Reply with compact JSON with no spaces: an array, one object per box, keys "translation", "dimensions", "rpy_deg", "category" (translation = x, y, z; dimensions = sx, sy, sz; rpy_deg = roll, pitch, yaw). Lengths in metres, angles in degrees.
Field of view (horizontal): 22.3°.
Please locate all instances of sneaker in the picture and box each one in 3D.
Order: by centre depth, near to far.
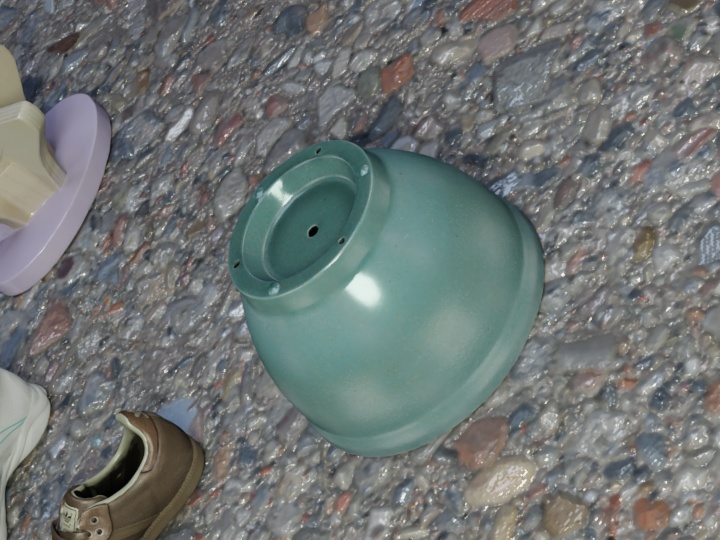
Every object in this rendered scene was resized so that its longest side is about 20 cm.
[{"translation":[-0.189,0.187,1.255],"dimensions":[0.070,0.075,0.201],"rpy_deg":[13,68,49],"category":"sneaker"},{"translation":[-0.305,0.162,1.393],"dimensions":[0.070,0.080,0.201],"rpy_deg":[-12,52,36],"category":"sneaker"}]

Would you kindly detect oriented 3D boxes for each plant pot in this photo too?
[{"translation":[0.000,0.000,1.176],"dimensions":[0.200,0.134,0.201],"rpy_deg":[-26,43,27],"category":"plant pot"}]

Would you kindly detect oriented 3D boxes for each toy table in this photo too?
[{"translation":[-0.308,-0.092,1.581],"dimensions":[0.183,0.117,0.201],"rpy_deg":[-22,46,32],"category":"toy table"}]
